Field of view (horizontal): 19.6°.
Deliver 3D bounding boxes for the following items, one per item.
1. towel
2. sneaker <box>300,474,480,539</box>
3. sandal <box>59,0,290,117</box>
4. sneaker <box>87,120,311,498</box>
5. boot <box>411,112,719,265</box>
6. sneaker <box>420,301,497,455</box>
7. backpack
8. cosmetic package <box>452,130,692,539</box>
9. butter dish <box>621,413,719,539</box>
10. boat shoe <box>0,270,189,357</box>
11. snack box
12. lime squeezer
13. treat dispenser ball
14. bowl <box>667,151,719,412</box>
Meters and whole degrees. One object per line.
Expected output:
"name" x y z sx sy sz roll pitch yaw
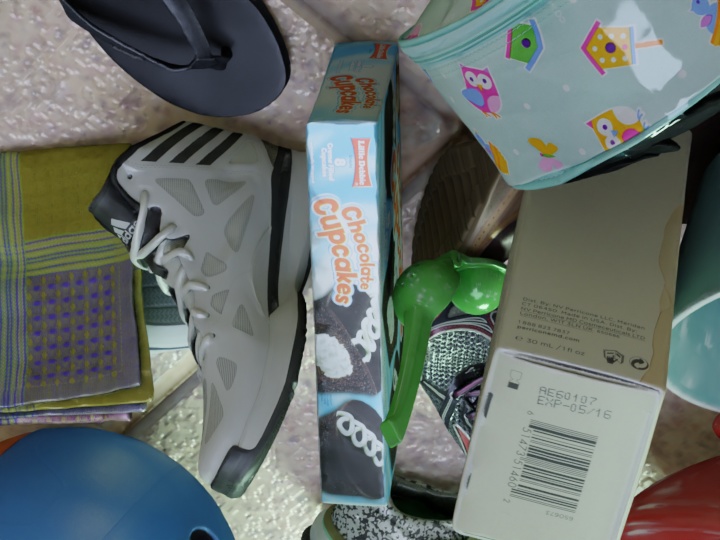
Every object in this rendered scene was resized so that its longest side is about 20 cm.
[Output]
"towel" -0.201 0.008 1.076 0.198 0.145 0.023 -3 169 9
"sneaker" 0.070 0.163 1.210 0.198 0.077 0.089 18 118 -13
"sandal" -0.118 -0.138 1.006 0.076 0.043 0.200 -37 117 27
"sneaker" -0.086 0.012 1.022 0.114 0.202 0.076 16 143 -12
"boot" 0.129 -0.034 1.056 0.165 0.073 0.200 12 142 -21
"sneaker" 0.091 0.088 1.146 0.080 0.075 0.200 -26 120 22
"backpack" 0.110 -0.132 0.846 0.153 0.200 0.175 47 151 -15
"cosmetic package" 0.095 0.022 0.913 0.072 0.201 0.104 14 127 4
"butter dish" 0.220 0.145 1.125 0.198 0.199 0.149 -4 96 46
"boat shoe" -0.139 0.017 1.120 0.198 0.074 0.067 2 147 9
"snack box" 0.000 0.000 1.032 0.037 0.116 0.202 1 115 6
"lime squeezer" 0.057 0.021 1.012 0.071 0.199 0.038 49 124 13
"treat dispenser ball" -0.162 0.188 1.158 0.199 0.202 0.202 2 128 2
"bowl" 0.231 -0.011 0.965 0.199 0.106 0.201 1 157 0
